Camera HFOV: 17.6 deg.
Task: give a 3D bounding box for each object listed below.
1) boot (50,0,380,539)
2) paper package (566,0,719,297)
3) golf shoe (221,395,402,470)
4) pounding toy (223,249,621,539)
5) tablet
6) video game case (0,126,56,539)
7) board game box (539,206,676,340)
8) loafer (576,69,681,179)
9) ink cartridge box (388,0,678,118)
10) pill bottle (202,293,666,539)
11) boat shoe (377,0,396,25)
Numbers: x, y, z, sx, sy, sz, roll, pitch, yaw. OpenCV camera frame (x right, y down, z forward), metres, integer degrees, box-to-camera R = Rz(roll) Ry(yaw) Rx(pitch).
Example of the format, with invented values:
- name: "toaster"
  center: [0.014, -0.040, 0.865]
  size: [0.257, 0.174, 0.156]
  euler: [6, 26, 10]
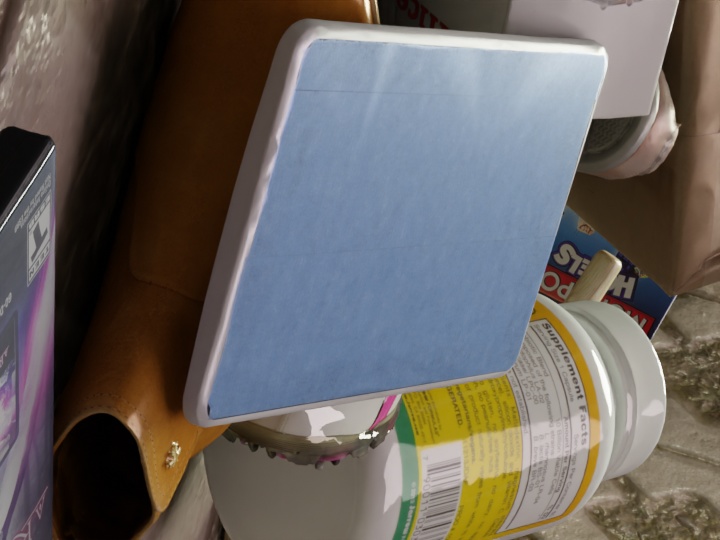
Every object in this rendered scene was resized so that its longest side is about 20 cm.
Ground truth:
- name: "boot"
  center: [-0.051, -0.005, 0.740]
  size: [0.144, 0.071, 0.202]
  euler: [-65, 171, -47]
- name: "paper package"
  center: [0.136, -0.115, 1.030]
  size: [0.200, 0.103, 0.191]
  euler: [-135, -141, -55]
- name: "golf shoe"
  center: [0.000, 0.000, 0.895]
  size: [0.200, 0.072, 0.092]
  euler: [-50, 153, -55]
- name: "pounding toy"
  center: [0.028, 0.099, 1.179]
  size: [0.185, 0.142, 0.200]
  euler: [98, 12, -45]
- name: "tablet"
  center: [0.017, -0.017, 0.774]
  size: [0.200, 0.014, 0.131]
  euler: [-5, 114, -56]
- name: "video game case"
  center: [-0.119, 0.080, 0.641]
  size: [0.143, 0.019, 0.200]
  euler: [-65, 167, -45]
- name: "board game box"
  center: [0.104, -0.035, 1.386]
  size: [0.200, 0.200, 0.062]
  euler: [-59, 169, -3]
- name: "loafer"
  center: [0.080, -0.093, 0.979]
  size: [0.063, 0.200, 0.072]
  euler: [27, 102, -39]
- name: "ink cartridge box"
  center: [0.062, -0.174, 0.868]
  size: [0.147, 0.083, 0.201]
  euler: [48, -46, 48]
- name: "pill bottle"
  center: [0.039, 0.066, 1.017]
  size: [0.200, 0.113, 0.113]
  euler: [-9, 121, -42]
- name: "boat shoe"
  center: [-0.001, -0.125, 0.842]
  size: [0.074, 0.067, 0.201]
  euler: [-63, 166, -51]
